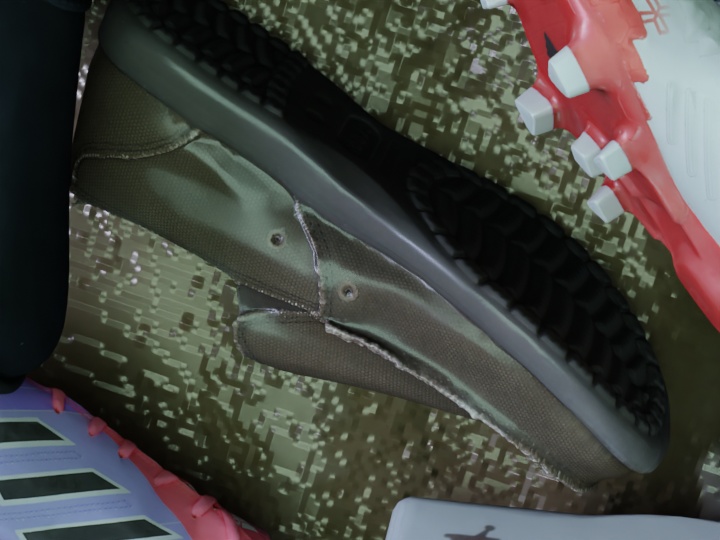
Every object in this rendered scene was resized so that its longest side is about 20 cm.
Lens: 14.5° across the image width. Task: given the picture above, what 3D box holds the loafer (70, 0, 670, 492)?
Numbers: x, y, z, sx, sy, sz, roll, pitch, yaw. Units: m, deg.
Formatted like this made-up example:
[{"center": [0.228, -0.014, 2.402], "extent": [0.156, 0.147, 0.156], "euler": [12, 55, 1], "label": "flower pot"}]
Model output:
[{"center": [0.000, 0.000, 0.804], "extent": [0.200, 0.073, 0.071], "euler": [38, 114, 3], "label": "loafer"}]

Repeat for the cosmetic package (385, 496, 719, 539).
[{"center": [0.075, 0.193, 0.763], "extent": [0.164, 0.165, 0.201], "euler": [5, 120, 7], "label": "cosmetic package"}]

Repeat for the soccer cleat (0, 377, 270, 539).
[{"center": [-0.070, 0.078, 0.819], "extent": [0.076, 0.067, 0.200], "euler": [-38, 111, -6], "label": "soccer cleat"}]

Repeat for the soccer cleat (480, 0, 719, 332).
[{"center": [0.105, -0.031, 0.734], "extent": [0.085, 0.069, 0.200], "euler": [-34, 87, -9], "label": "soccer cleat"}]

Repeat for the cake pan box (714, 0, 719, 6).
[{"center": [0.194, -0.021, 0.778], "extent": [0.199, 0.052, 0.185], "euler": [-23, 98, 12], "label": "cake pan box"}]

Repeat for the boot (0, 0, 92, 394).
[{"center": [-0.060, -0.072, 0.712], "extent": [0.167, 0.077, 0.201], "euler": [-16, 116, 5], "label": "boot"}]
